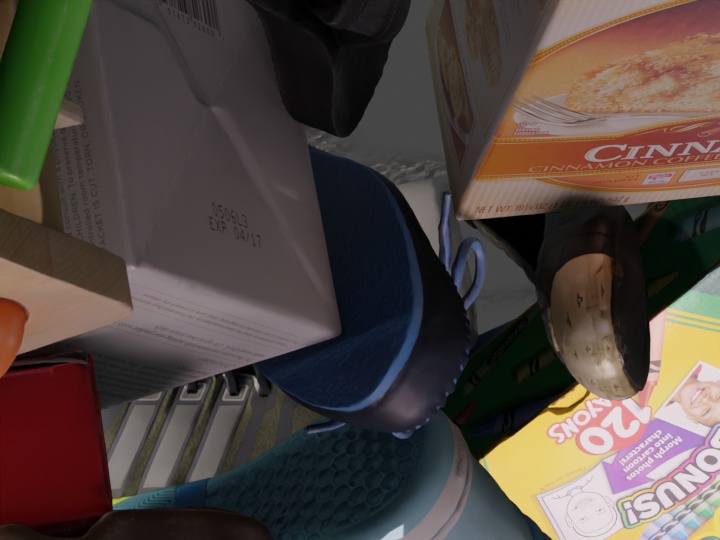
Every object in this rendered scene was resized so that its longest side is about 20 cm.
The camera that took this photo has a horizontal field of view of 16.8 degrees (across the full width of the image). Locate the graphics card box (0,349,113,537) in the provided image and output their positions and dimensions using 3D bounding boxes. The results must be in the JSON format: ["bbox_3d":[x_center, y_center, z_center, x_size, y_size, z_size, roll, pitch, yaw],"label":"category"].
[{"bbox_3d":[-0.138,0.079,0.726,0.125,0.051,0.200,-8,165,-10],"label":"graphics card box"}]

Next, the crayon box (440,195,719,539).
[{"bbox_3d":[0.109,0.059,0.934,0.200,0.058,0.119,-41,122,17],"label":"crayon box"}]

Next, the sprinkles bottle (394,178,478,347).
[{"bbox_3d":[-0.057,0.017,0.943,0.199,0.068,0.068,-12,162,5],"label":"sprinkles bottle"}]

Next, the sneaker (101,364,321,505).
[{"bbox_3d":[-0.060,0.045,0.877,0.199,0.074,0.081,-21,128,12],"label":"sneaker"}]

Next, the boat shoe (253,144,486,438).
[{"bbox_3d":[0.000,0.000,0.786,0.069,0.200,0.084,35,100,-26],"label":"boat shoe"}]

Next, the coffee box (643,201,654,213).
[{"bbox_3d":[0.176,-0.002,1.056,0.123,0.044,0.200,-8,163,-5],"label":"coffee box"}]

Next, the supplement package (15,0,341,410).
[{"bbox_3d":[-0.127,-0.018,0.709,0.199,0.120,0.121,-18,163,22],"label":"supplement package"}]

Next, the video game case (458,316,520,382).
[{"bbox_3d":[0.106,0.091,1.005,0.143,0.018,0.200,-25,127,6],"label":"video game case"}]

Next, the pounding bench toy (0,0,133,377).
[{"bbox_3d":[-0.110,-0.052,0.556,0.199,0.157,0.124,-18,161,22],"label":"pounding bench toy"}]

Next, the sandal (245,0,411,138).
[{"bbox_3d":[0.002,-0.087,0.635,0.048,0.076,0.200,18,170,11],"label":"sandal"}]

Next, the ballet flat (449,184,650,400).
[{"bbox_3d":[0.066,0.000,0.839,0.057,0.067,0.200,-8,-164,0],"label":"ballet flat"}]

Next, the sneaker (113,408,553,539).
[{"bbox_3d":[-0.018,0.126,0.854,0.200,0.080,0.131,-24,133,30],"label":"sneaker"}]

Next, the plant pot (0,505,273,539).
[{"bbox_3d":[-0.078,0.177,0.651,0.200,0.199,0.200,-10,163,-3],"label":"plant pot"}]

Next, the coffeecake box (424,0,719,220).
[{"bbox_3d":[0.112,-0.088,0.706,0.153,0.073,0.200,-6,162,-10],"label":"coffeecake box"}]
